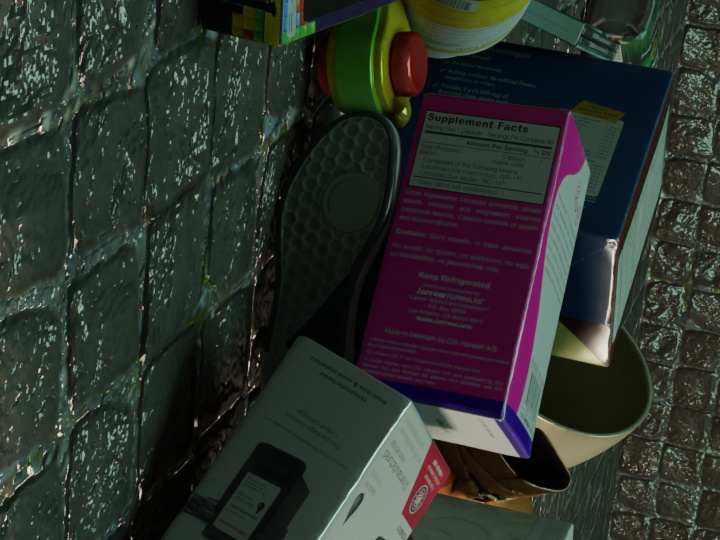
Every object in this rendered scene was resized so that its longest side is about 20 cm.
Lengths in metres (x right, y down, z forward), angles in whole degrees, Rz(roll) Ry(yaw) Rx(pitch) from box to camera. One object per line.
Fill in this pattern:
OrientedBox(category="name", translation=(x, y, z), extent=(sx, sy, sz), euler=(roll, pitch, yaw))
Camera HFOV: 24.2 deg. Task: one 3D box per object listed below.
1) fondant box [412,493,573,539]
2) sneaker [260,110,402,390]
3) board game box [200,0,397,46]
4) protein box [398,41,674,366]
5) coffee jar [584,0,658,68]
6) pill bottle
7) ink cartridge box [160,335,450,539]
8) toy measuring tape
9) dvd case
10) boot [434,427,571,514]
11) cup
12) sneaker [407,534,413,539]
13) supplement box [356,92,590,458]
OrientedBox(category="fondant box", translation=(0.037, 0.212, 1.180), extent=(0.144, 0.199, 0.059), euler=(-45, 141, -63))
OrientedBox(category="sneaker", translation=(-0.002, 0.000, 1.115), extent=(0.146, 0.077, 0.204), euler=(8, 97, -69))
OrientedBox(category="board game box", translation=(-0.017, -0.238, 0.903), extent=(0.165, 0.056, 0.201), euler=(-32, 132, -55))
OrientedBox(category="protein box", translation=(0.123, -0.061, 1.301), extent=(0.135, 0.197, 0.200), euler=(87, 21, -44))
OrientedBox(category="coffee jar", translation=(0.326, -0.269, 2.092), extent=(0.200, 0.085, 0.105), euler=(73, 32, -60))
OrientedBox(category="pill bottle", translation=(0.065, -0.207, 1.110), extent=(0.200, 0.111, 0.113), euler=(122, -18, -80))
OrientedBox(category="ink cartridge box", translation=(-0.044, 0.160, 0.971), extent=(0.200, 0.083, 0.145), euler=(-56, 158, -13))
OrientedBox(category="toy measuring tape", translation=(-0.003, -0.157, 1.054), extent=(0.200, 0.073, 0.074), euler=(69, 34, -46))
OrientedBox(category="dvd case", translation=(0.125, -0.208, 1.318), extent=(0.022, 0.145, 0.200), euler=(-64, 168, 9))
OrientedBox(category="boot", translation=(0.106, 0.156, 1.289), extent=(0.200, 0.155, 0.077), euler=(39, 58, -31))
OrientedBox(category="cup", translation=(0.163, 0.122, 1.646), extent=(0.143, 0.200, 0.201), euler=(-56, -178, 39))
OrientedBox(category="sneaker", translation=(-0.028, 0.154, 1.116), extent=(0.201, 0.097, 0.071), euler=(-108, -157, -51))
OrientedBox(category="supplement box", translation=(0.074, 0.002, 1.063), extent=(0.101, 0.103, 0.201), euler=(54, 49, -65))
